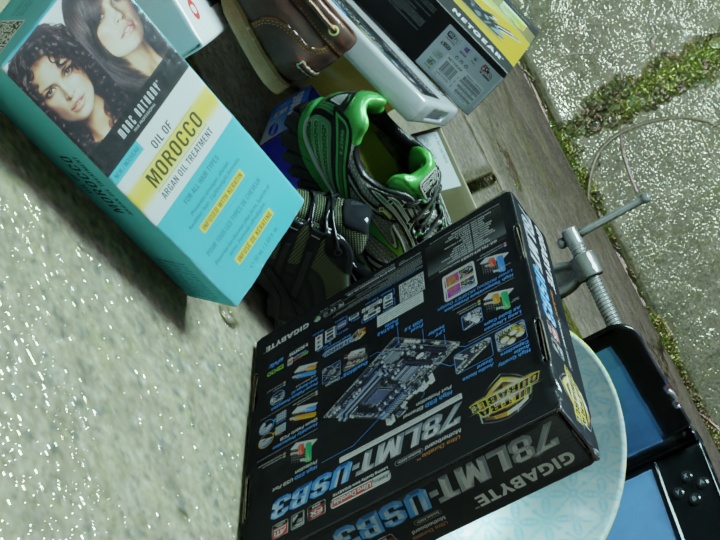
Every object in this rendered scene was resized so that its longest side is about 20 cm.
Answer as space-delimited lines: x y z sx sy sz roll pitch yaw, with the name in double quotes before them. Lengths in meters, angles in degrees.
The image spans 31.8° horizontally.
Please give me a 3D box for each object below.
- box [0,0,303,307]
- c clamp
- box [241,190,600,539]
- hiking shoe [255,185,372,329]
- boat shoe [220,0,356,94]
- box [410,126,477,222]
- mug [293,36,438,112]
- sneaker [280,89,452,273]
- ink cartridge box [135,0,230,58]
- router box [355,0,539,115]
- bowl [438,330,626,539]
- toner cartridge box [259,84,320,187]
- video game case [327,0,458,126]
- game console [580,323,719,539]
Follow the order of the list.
"box" -0.119 -0.073 0.697 0.200 0.049 0.083 49 64 -38
"c clamp" 0.189 0.062 1.028 0.027 0.169 0.202 4 65 -64
"box" 0.025 0.069 0.716 0.050 0.199 0.199 48 20 -30
"hiking shoe" -0.044 -0.034 0.836 0.200 0.100 0.076 52 19 -32
"boat shoe" -0.073 -0.214 0.796 0.201 0.070 0.071 58 19 -14
"box" 0.080 -0.003 1.040 0.122 0.032 0.201 -109 -174 -46
"mug" -0.016 -0.226 1.109 0.153 0.185 0.152 15 74 -56
"sneaker" 0.028 -0.036 0.876 0.201 0.085 0.078 51 56 -21
"ink cartridge box" -0.148 -0.207 0.824 0.145 0.083 0.200 59 18 -14
"router box" 0.054 -0.237 1.058 0.200 0.052 0.157 45 28 -5
"bowl" 0.083 0.132 0.912 0.201 0.200 0.107 56 -26 -19
"toner cartridge box" -0.009 -0.049 1.062 0.201 0.043 0.095 57 16 -20
"video game case" -0.012 -0.185 0.939 0.200 0.023 0.182 47 12 4
"game console" 0.163 0.172 0.964 0.119 0.199 0.174 42 27 -45
